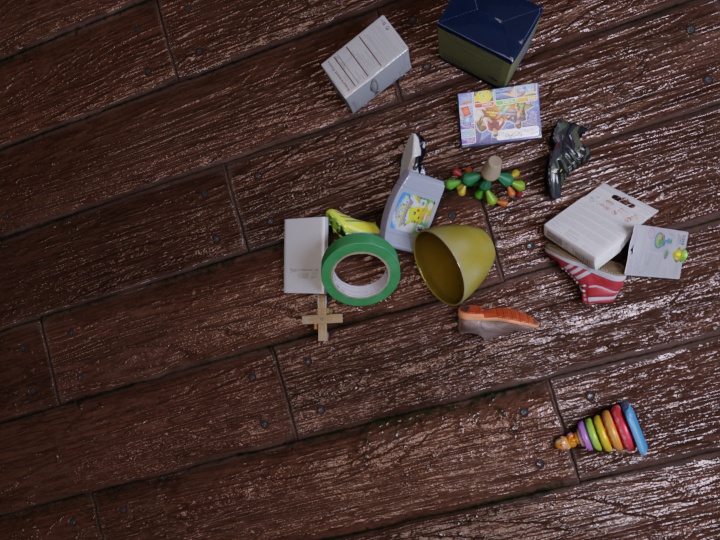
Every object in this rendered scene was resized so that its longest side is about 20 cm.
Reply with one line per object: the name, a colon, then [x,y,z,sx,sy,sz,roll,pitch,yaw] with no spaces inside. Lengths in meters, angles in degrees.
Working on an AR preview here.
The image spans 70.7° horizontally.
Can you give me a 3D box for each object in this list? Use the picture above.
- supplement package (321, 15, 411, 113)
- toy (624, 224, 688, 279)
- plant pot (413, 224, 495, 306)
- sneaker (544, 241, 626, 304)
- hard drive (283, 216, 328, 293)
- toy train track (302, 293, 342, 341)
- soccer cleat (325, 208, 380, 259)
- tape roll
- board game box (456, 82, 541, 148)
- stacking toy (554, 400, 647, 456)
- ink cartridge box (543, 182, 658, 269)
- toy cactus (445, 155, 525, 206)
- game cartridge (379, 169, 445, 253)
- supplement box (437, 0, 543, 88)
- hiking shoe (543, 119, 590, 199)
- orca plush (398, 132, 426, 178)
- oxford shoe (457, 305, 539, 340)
supplement package: [0.018,-0.530,1.320,0.200,0.117,0.117,-36,84,7]
toy: [0.684,-0.044,1.194,0.199,0.047,0.116,4,98,-23]
plant pot: [0.244,-0.034,1.250,0.142,0.200,0.201,-26,84,-20]
sneaker: [0.538,0.009,1.245,0.200,0.071,0.113,31,138,36]
hard drive: [-0.147,-0.039,1.362,0.131,0.027,0.201,0,89,29]
toy train track: [-0.099,0.089,1.370,0.114,0.033,0.201,-4,82,16]
soccer cleat: [-0.003,-0.109,1.351,0.200,0.065,0.084,34,64,13]
tape roll: [0.000,0.000,1.285,0.200,0.048,0.201,-2,127,-2]
board game box: [0.351,-0.391,1.291,0.199,0.034,0.136,-4,99,9]
stacking toy: [0.567,0.396,1.227,0.199,0.116,0.110,-22,85,22]
ink cartridge box: [0.573,-0.111,1.220,0.200,0.050,0.161,-33,47,-10]
toy cactus: [0.316,-0.230,1.248,0.199,0.165,0.103,12,70,5]
game cartridge: [0.124,-0.146,1.282,0.133,0.040,0.201,12,106,-26]
supplement box: [0.305,-0.569,1.231,0.200,0.200,0.135,32,95,9]
hiking shoe: [0.514,-0.272,1.253,0.100,0.076,0.201,9,89,13]
orca plush: [0.146,-0.249,1.317,0.071,0.105,0.201,7,86,-22]
oxford shoe: [0.345,0.138,1.284,0.199,0.071,0.073,7,109,14]
